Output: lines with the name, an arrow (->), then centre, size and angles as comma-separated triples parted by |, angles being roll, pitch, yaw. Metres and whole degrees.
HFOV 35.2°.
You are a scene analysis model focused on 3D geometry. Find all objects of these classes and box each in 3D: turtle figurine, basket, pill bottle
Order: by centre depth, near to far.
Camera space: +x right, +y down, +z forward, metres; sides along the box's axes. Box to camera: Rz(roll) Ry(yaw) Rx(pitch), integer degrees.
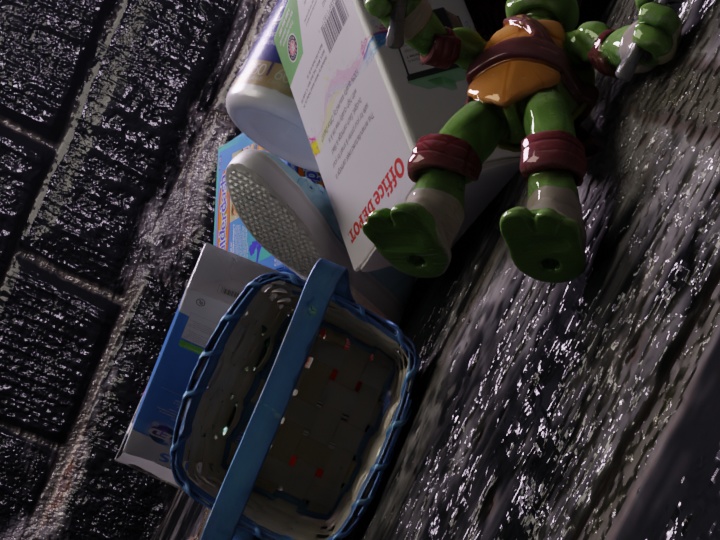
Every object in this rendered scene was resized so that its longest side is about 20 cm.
turtle figurine -> 0.068, -0.105, 0.531 | 0.200, 0.142, 0.196 | 119, 170, -58
basket -> -0.044, 0.092, 0.712 | 0.200, 0.138, 0.178 | 93, -159, -81
pill bottle -> -0.020, -0.193, 0.943 | 0.202, 0.115, 0.116 | -64, 6, -14

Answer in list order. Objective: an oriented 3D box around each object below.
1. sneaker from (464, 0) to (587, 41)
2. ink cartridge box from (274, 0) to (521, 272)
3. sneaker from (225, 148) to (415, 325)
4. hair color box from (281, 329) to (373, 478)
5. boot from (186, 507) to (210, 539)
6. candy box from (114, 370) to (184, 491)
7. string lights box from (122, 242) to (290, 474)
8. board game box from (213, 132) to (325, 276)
sneaker -> 0.090, -0.199, 0.782 | 0.076, 0.115, 0.200 | -60, 6, -4
ink cartridge box -> 0.020, -0.122, 0.783 | 0.145, 0.083, 0.202 | 126, 128, -60
sneaker -> -0.024, -0.039, 0.866 | 0.073, 0.200, 0.082 | 3, 57, 42
hair color box -> -0.031, 0.096, 0.929 | 0.200, 0.063, 0.112 | -105, 39, -81
boot -> -0.118, 0.247, 1.145 | 0.097, 0.074, 0.202 | -1, 64, 63
candy box -> -0.151, 0.146, 1.243 | 0.072, 0.166, 0.202 | 152, 143, -80
string lights box -> -0.112, 0.084, 0.907 | 0.059, 0.102, 0.201 | -78, 13, -51
board game box -> -0.089, -0.063, 1.088 | 0.199, 0.045, 0.154 | -14, 73, 63
